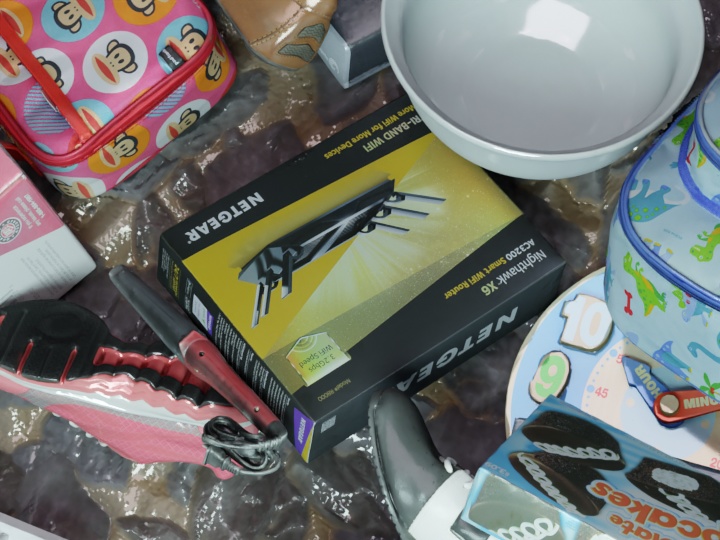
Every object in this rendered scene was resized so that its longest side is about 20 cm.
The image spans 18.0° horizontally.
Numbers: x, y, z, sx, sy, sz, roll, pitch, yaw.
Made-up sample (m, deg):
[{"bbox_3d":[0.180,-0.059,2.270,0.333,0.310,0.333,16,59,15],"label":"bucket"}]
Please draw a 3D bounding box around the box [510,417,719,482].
[{"bbox_3d":[0.165,0.185,1.301,0.198,0.051,0.159,14,88,14],"label":"box"}]

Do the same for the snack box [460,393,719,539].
[{"bbox_3d":[0.165,0.143,1.218,0.199,0.116,0.037,27,116,15],"label":"snack box"}]

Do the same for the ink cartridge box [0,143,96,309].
[{"bbox_3d":[-0.282,0.009,1.413,0.200,0.147,0.083,-41,66,-6],"label":"ink cartridge box"}]

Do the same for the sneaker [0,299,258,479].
[{"bbox_3d":[-0.155,0.083,1.395,0.198,0.087,0.074,14,38,10],"label":"sneaker"}]

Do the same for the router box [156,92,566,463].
[{"bbox_3d":[0.000,0.000,1.381,0.199,0.052,0.157,-32,66,-25],"label":"router box"}]

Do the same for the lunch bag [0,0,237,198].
[{"bbox_3d":[-0.197,-0.150,1.494,0.176,0.082,0.200,-39,64,-3],"label":"lunch bag"}]

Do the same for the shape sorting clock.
[{"bbox_3d":[0.185,0.085,1.357,0.198,0.039,0.202,-4,69,10],"label":"shape sorting clock"}]

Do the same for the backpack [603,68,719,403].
[{"bbox_3d":[0.240,-0.030,1.298,0.182,0.148,0.200,31,54,20],"label":"backpack"}]

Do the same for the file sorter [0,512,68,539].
[{"bbox_3d":[-0.282,0.210,1.326,0.199,0.124,0.140,19,106,16],"label":"file sorter"}]

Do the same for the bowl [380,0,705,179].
[{"bbox_3d":[0.110,-0.129,1.409,0.199,0.091,0.203,0,59,0],"label":"bowl"}]

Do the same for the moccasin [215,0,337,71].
[{"bbox_3d":[-0.083,-0.217,1.463,0.078,0.073,0.202,-52,52,20],"label":"moccasin"}]

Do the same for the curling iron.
[{"bbox_3d":[-0.102,0.053,1.346,0.049,0.026,0.200,-12,42,-27],"label":"curling iron"}]

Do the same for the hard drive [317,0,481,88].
[{"bbox_3d":[-0.003,-0.234,1.506,0.134,0.042,0.201,-27,68,0],"label":"hard drive"}]

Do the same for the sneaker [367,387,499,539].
[{"bbox_3d":[0.073,0.148,1.268,0.088,0.074,0.201,-27,86,14],"label":"sneaker"}]
